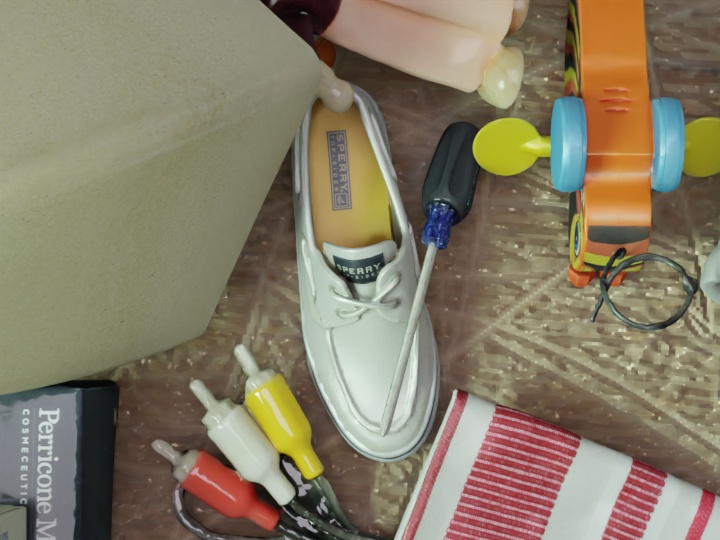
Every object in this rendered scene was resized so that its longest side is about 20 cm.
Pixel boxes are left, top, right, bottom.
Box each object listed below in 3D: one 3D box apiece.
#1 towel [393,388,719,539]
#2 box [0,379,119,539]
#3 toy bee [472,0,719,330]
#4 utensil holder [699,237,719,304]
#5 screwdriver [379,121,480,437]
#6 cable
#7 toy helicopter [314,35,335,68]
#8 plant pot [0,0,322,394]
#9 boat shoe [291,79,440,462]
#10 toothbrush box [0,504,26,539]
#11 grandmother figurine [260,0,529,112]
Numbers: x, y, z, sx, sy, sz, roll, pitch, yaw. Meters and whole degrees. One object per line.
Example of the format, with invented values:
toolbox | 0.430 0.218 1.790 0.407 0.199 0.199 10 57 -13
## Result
towel | 0.113 0.164 0.927 0.198 0.023 0.145 23 87 -7
box | -0.228 0.153 0.907 0.197 0.117 0.199 0 87 0
toy bee | 0.119 -0.044 0.926 0.130 0.109 0.201 19 62 7
utensil holder | 0.274 -0.062 0.880 0.168 0.170 0.202 18 85 3
screwdriver | 0.035 -0.001 0.897 0.028 0.029 0.201 26 46 -11
cable | -0.023 0.136 0.935 0.200 0.050 0.097 43 94 3
toy helicopter | -0.028 -0.163 0.943 0.198 0.079 0.133 -25 80 -12
plant pot | -0.170 -0.058 0.827 0.200 0.177 0.201 42 134 14
boat shoe | 0.000 0.000 0.930 0.070 0.070 0.203 -7 89 2
toothbrush box | -0.229 0.206 0.804 0.144 0.085 0.203 2 87 1
grandmother figurine | -0.014 -0.142 0.888 0.198 0.061 0.123 11 66 -21
